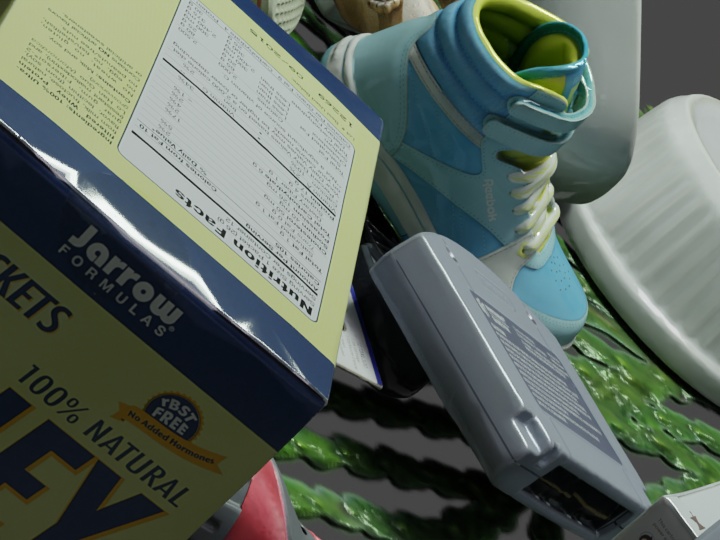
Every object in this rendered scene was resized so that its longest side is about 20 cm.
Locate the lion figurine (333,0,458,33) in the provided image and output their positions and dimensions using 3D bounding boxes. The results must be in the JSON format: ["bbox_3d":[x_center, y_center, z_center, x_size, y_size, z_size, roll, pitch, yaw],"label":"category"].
[{"bbox_3d":[0.020,-0.131,1.459,0.123,0.072,0.201,79,-5,-48],"label":"lion figurine"}]

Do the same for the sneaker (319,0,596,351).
[{"bbox_3d":[0.081,-0.048,1.343,0.200,0.130,0.080,50,36,-22],"label":"sneaker"}]

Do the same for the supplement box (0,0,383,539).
[{"bbox_3d":[-0.111,0.015,0.854,0.134,0.200,0.200,40,22,-13],"label":"supplement box"}]

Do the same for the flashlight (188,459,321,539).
[{"bbox_3d":[-0.010,0.116,1.042,0.200,0.068,0.068,33,2,-31],"label":"flashlight"}]

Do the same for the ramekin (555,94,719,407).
[{"bbox_3d":[0.216,-0.015,1.618,0.202,0.094,0.203,38,24,-20],"label":"ramekin"}]

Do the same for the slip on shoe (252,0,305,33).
[{"bbox_3d":[-0.062,-0.200,1.492,0.074,0.061,0.201,78,4,-51],"label":"slip on shoe"}]

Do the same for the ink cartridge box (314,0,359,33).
[{"bbox_3d":[0.023,-0.259,1.545,0.047,0.200,0.161,17,36,-48],"label":"ink cartridge box"}]

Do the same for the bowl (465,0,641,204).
[{"bbox_3d":[0.101,-0.142,1.501,0.074,0.202,0.200,3,-5,-6],"label":"bowl"}]

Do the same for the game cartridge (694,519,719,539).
[{"bbox_3d":[0.154,0.177,1.073,0.133,0.200,0.042,40,-13,17],"label":"game cartridge"}]

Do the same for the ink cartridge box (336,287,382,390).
[{"bbox_3d":[-0.079,-0.011,1.169,0.199,0.037,0.095,28,29,-34],"label":"ink cartridge box"}]

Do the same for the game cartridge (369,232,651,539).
[{"bbox_3d":[0.070,0.053,1.267,0.134,0.041,0.200,64,12,24],"label":"game cartridge"}]

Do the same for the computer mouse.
[{"bbox_3d":[0.000,0.000,1.305,0.059,0.034,0.200,53,11,-27],"label":"computer mouse"}]

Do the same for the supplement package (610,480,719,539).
[{"bbox_3d":[0.178,0.181,1.207,0.156,0.111,0.200,53,24,16],"label":"supplement package"}]
